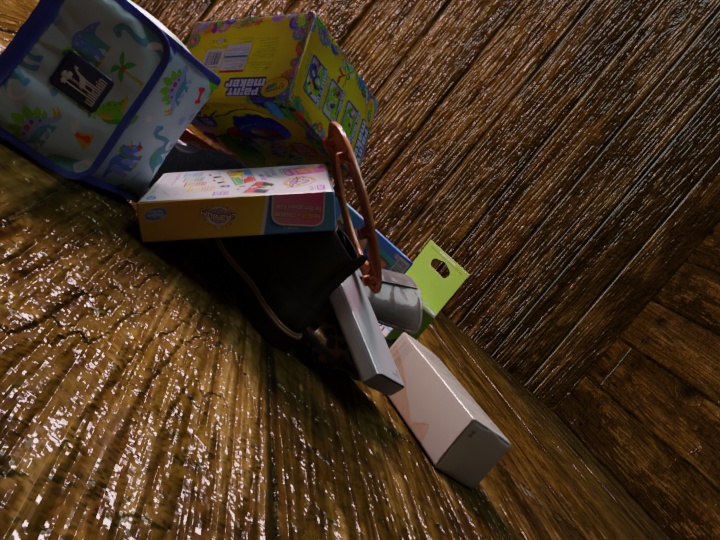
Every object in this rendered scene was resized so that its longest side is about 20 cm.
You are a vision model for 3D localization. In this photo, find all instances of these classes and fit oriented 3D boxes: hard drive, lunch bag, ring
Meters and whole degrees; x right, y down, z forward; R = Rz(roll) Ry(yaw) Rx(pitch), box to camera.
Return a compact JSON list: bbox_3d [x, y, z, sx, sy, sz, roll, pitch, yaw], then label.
[{"bbox_3d":[-0.008,0.045,0.808,0.204,0.026,0.132,68,9,21],"label":"hard drive"},{"bbox_3d":[-0.257,-0.182,0.658,0.127,0.172,0.200,39,4,22],"label":"lunch bag"},{"bbox_3d":[-0.013,-0.070,0.782,0.200,0.019,0.206,164,-89,-82],"label":"ring"}]

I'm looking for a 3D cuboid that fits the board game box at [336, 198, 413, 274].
[{"bbox_3d":[-0.036,-0.019,1.069,0.199,0.153,0.045,40,4,-20],"label":"board game box"}]

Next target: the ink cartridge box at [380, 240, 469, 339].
[{"bbox_3d":[0.091,0.035,1.297,0.075,0.201,0.148,35,8,-41],"label":"ink cartridge box"}]

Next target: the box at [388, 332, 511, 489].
[{"bbox_3d":[0.103,0.182,0.897,0.094,0.078,0.200,38,7,-34],"label":"box"}]

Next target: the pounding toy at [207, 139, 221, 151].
[{"bbox_3d":[-0.182,-0.172,1.180,0.197,0.187,0.142,30,9,-21],"label":"pounding toy"}]

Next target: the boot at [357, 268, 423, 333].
[{"bbox_3d":[-0.001,0.000,1.011,0.195,0.072,0.187,5,65,-29],"label":"boot"}]

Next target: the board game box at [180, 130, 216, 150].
[{"bbox_3d":[-0.241,-0.164,0.968,0.197,0.041,0.153,34,-4,1],"label":"board game box"}]

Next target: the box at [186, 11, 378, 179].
[{"bbox_3d":[-0.109,-0.224,0.893,0.195,0.125,0.192,8,-16,30],"label":"box"}]

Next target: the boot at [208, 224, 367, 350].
[{"bbox_3d":[-0.085,-0.031,0.761,0.201,0.138,0.077,52,13,24],"label":"boot"}]

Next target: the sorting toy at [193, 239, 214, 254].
[{"bbox_3d":[-0.195,-0.066,0.900,0.184,0.037,0.200,37,8,-43],"label":"sorting toy"}]

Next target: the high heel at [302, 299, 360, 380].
[{"bbox_3d":[-0.063,0.039,0.830,0.202,0.071,0.143,56,5,29],"label":"high heel"}]

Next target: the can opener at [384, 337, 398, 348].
[{"bbox_3d":[0.028,0.123,1.003,0.199,0.077,0.065,30,51,-53],"label":"can opener"}]

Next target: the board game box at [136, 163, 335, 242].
[{"bbox_3d":[-0.128,-0.077,0.730,0.193,0.042,0.154,-4,19,-5],"label":"board game box"}]

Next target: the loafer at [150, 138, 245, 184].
[{"bbox_3d":[-0.231,-0.133,0.839,0.195,0.074,0.063,20,-3,4],"label":"loafer"}]
